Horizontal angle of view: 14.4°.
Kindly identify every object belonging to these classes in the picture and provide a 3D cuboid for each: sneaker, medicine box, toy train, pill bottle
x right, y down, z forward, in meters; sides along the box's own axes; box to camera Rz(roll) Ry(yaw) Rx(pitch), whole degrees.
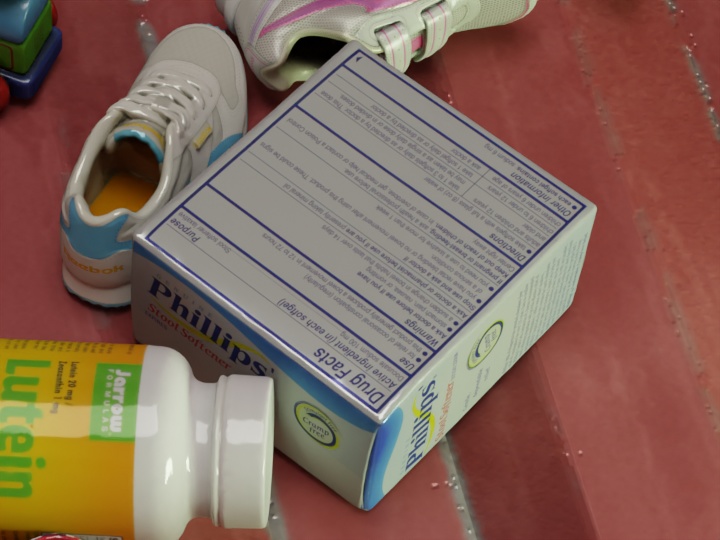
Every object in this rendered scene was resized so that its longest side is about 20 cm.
[{"bbox_3d":[0.014,-0.150,1.743,0.200,0.081,0.088,-10,58,-1],"label":"sneaker"},{"bbox_3d":[-0.117,-0.075,1.675,0.076,0.081,0.200,16,55,8],"label":"sneaker"},{"bbox_3d":[0.000,0.000,1.618,0.182,0.103,0.200,36,61,19],"label":"medicine box"},{"bbox_3d":[-0.280,-0.182,1.713,0.200,0.116,0.085,20,56,9],"label":"toy train"},{"bbox_3d":[-0.148,0.094,1.531,0.200,0.111,0.111,2,55,1],"label":"pill bottle"}]

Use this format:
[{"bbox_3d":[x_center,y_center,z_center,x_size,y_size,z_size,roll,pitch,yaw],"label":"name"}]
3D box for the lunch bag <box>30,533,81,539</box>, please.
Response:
[{"bbox_3d":[-0.133,0.231,1.461,0.200,0.082,0.176,40,61,21],"label":"lunch bag"}]
